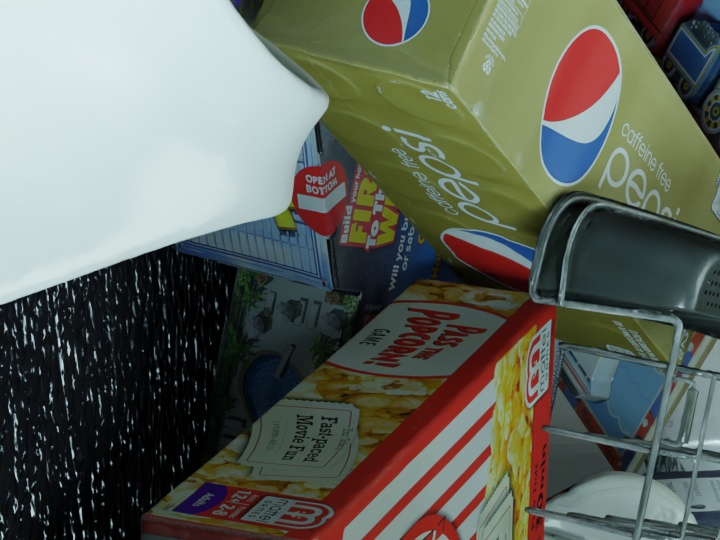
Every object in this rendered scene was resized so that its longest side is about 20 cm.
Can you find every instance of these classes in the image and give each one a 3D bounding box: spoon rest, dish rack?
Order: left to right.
[{"bbox_3d":[-0.054,-0.037,0.599,0.099,0.061,0.200,-69,163,8],"label":"spoon rest"},{"bbox_3d":[0.089,0.086,0.864,0.153,0.054,0.200,13,88,-59],"label":"dish rack"}]

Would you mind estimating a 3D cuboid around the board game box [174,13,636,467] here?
[{"bbox_3d":[0.000,0.000,0.937,0.200,0.062,0.200,7,95,-60],"label":"board game box"}]

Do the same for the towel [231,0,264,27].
[{"bbox_3d":[-0.035,-0.101,0.748,0.200,0.023,0.144,-50,160,-65],"label":"towel"}]

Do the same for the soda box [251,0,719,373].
[{"bbox_3d":[0.045,-0.042,0.865,0.064,0.068,0.200,-66,149,-15],"label":"soda box"}]

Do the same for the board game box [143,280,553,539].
[{"bbox_3d":[0.000,0.104,0.818,0.200,0.046,0.152,-40,135,-63],"label":"board game box"}]

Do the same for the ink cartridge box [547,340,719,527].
[{"bbox_3d":[0.128,0.026,1.132,0.084,0.200,0.145,78,12,-54],"label":"ink cartridge box"}]

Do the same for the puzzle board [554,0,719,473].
[{"bbox_3d":[0.081,-0.049,1.027,0.151,0.017,0.200,-61,-144,25],"label":"puzzle board"}]

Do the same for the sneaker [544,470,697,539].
[{"bbox_3d":[0.035,0.141,0.990,0.200,0.077,0.082,-52,-172,10],"label":"sneaker"}]
